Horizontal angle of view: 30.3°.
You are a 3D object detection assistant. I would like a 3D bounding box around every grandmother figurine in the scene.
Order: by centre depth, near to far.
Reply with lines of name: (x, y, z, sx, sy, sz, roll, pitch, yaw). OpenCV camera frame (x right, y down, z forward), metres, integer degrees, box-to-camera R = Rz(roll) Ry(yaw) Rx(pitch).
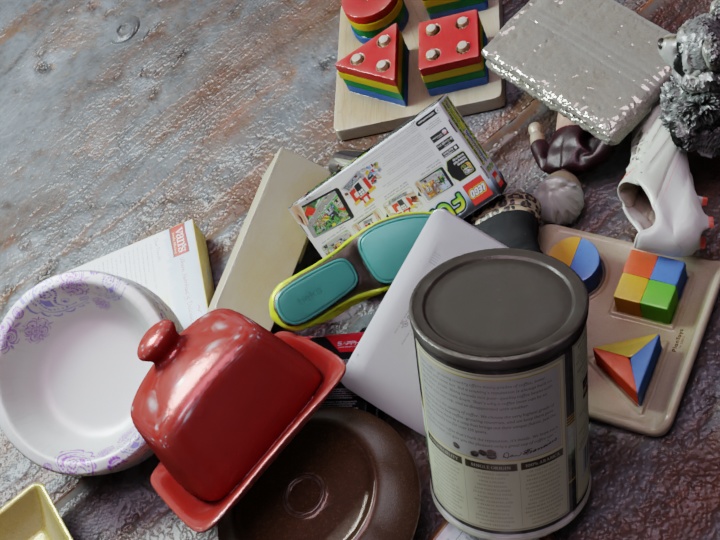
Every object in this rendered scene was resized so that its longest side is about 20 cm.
grandmother figurine: (0.224, -0.136, 1.364, 0.121, 0.060, 0.202, -11, 52, 51)

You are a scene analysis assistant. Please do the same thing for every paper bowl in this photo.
paper bowl: (-0.266, 0.105, 1.351, 0.197, 0.104, 0.204, -2, 82, 11)

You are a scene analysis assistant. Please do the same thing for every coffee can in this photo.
coffee can: (0.121, 0.105, 1.121, 0.144, 0.202, 0.147, -5, 35, 4)

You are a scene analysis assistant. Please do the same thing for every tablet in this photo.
tablet: (0.078, 0.056, 1.210, 0.129, 0.014, 0.201, 30, 114, 3)

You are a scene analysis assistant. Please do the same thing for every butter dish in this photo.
butter dish: (-0.141, 0.105, 1.206, 0.200, 0.148, 0.200, -47, 21, -10)

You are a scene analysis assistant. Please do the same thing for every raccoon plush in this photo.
raccoon plush: (0.366, -0.180, 1.229, 0.197, 0.135, 0.098, 2, 60, -8)

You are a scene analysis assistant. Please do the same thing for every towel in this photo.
towel: (0.230, -0.216, 1.356, 0.132, 0.035, 0.200, -44, 54, -7)

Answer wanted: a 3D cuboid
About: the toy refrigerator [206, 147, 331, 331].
toy refrigerator: (-0.096, -0.019, 1.397, 0.069, 0.076, 0.202, 25, 63, -9)

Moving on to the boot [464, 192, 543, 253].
boot: (0.106, 0.020, 1.289, 0.200, 0.073, 0.152, -42, 23, 32)

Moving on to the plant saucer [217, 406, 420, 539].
plant saucer: (-0.045, 0.207, 1.193, 0.198, 0.037, 0.203, -12, 56, 18)

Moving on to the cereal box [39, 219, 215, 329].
cereal box: (-0.255, 0.042, 1.458, 0.198, 0.040, 0.145, -21, 53, 8)

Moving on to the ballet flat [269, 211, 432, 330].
ballet flat: (0.000, 0.000, 1.303, 0.198, 0.067, 0.067, -27, 85, -7)

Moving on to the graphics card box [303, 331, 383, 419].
graphics card box: (-0.044, 0.160, 1.278, 0.124, 0.051, 0.202, -5, 55, 20)

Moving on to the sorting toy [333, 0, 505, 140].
sorting toy: (0.059, -0.264, 1.512, 0.196, 0.070, 0.202, -10, 55, 17)

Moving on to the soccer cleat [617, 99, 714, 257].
soccer cleat: (0.281, -0.096, 1.283, 0.076, 0.070, 0.202, 1, 47, -5)

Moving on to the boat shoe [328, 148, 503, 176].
boat shoe: (0.062, -0.093, 1.401, 0.198, 0.075, 0.074, 18, 56, 23)

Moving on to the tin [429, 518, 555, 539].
tin: (0.087, 0.283, 1.147, 0.111, 0.042, 0.200, 29, 73, 40)

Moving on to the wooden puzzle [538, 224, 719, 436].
wooden puzzle: (0.221, 0.044, 1.244, 0.198, 0.046, 0.187, 12, 63, 30)

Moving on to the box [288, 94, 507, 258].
box: (0.035, -0.073, 1.329, 0.199, 0.111, 0.035, -33, 8, 25)

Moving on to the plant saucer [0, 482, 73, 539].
plant saucer: (-0.341, 0.340, 1.286, 0.199, 0.049, 0.200, -38, 52, -5)
